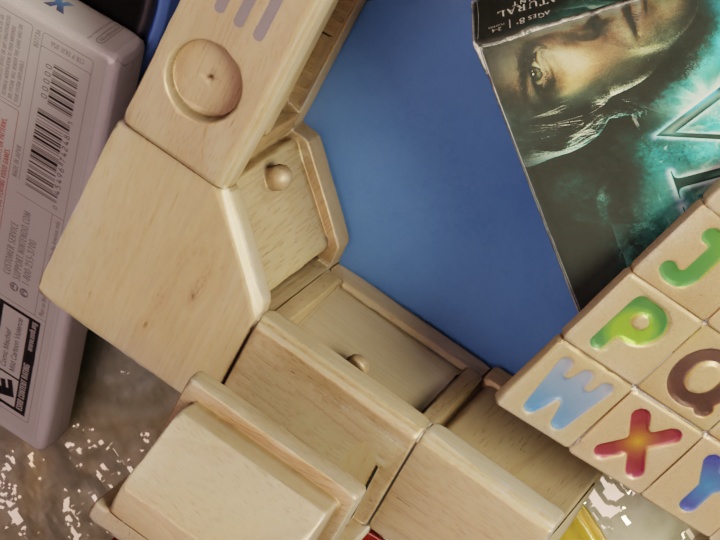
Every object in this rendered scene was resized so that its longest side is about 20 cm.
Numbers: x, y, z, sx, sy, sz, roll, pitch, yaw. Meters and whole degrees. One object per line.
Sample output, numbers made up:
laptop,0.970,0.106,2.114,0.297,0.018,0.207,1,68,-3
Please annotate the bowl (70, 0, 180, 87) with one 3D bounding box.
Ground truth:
bowl,-0.131,-0.148,1.007,0.200,0.039,0.202,21,128,30

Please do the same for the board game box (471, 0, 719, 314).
board game box,0.128,-0.021,0.895,0.135,0.028,0.201,-15,128,12

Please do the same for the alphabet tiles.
alphabet tiles,0.172,0.037,0.913,0.200,0.008,0.167,33,117,-25

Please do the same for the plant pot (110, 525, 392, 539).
plant pot,-0.035,0.213,0.917,0.199,0.200,0.177,30,122,14

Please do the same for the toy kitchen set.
toy kitchen set,0.000,0.000,0.912,0.200,0.163,0.181,35,119,9

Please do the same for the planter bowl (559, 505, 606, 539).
planter bowl,-0.001,0.153,1.032,0.199,0.083,0.202,5,103,22

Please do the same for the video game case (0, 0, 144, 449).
video game case,-0.174,-0.049,1.054,0.182,0.022,0.201,31,133,17

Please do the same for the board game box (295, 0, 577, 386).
board game box,0.075,-0.035,0.986,0.199,0.039,0.159,-10,103,27
